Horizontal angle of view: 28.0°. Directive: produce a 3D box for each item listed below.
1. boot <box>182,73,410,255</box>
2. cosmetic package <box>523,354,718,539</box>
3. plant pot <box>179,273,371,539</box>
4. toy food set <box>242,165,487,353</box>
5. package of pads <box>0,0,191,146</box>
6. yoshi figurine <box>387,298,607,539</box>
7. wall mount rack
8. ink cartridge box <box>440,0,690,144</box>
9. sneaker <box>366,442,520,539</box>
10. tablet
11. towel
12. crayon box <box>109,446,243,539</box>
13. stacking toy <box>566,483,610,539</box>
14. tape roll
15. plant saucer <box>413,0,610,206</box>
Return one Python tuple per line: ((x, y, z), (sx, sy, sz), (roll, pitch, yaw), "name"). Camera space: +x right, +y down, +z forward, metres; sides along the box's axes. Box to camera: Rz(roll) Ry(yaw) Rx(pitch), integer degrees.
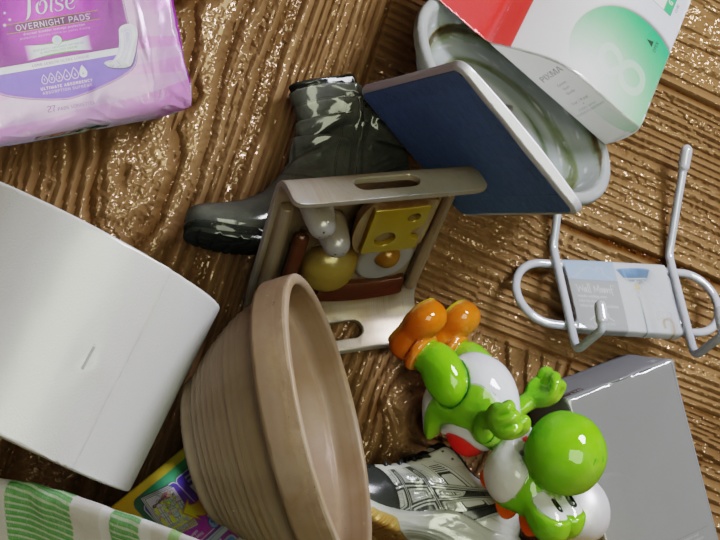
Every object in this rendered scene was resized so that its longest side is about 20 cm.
((-0.045, -0.081, 1.098), (0.199, 0.068, 0.132), (-3, 84, -26), "boot")
((0.216, 0.178, 1.176), (0.106, 0.090, 0.202), (-16, 92, -19), "cosmetic package")
((-0.061, 0.110, 0.966), (0.092, 0.201, 0.202), (-13, 95, 9), "plant pot")
((0.000, 0.000, 1.050), (0.142, 0.200, 0.061), (-6, 58, -20), "toy food set")
((-0.227, -0.153, 1.016), (0.199, 0.076, 0.122), (-14, 96, -20), "package of pads")
((0.115, 0.102, 1.074), (0.112, 0.112, 0.201), (-29, 68, -15), "yoshi figurine")
((0.222, -0.016, 1.187), (0.198, 0.075, 0.175), (4, 60, -21), "wall mount rack")
((0.163, -0.221, 1.150), (0.200, 0.050, 0.162), (39, 56, -18), "ink cartridge box")
((0.035, 0.172, 1.125), (0.199, 0.076, 0.088), (22, 64, -20), "sneaker")
((0.073, -0.089, 1.015), (0.014, 0.200, 0.130), (-44, 104, -13), "tablet")
((-0.159, 0.214, 0.895), (0.023, 0.199, 0.154), (-34, 133, -55), "towel")
((-0.113, 0.194, 0.999), (0.119, 0.058, 0.200), (46, 40, 6), "crayon box")
((0.158, 0.257, 1.105), (0.145, 0.146, 0.202), (3, 99, -20), "stacking toy")
((-0.212, 0.041, 0.956), (0.202, 0.202, 0.140), (30, 81, -18), "tape roll")
((0.107, -0.121, 1.118), (0.199, 0.050, 0.201), (29, 37, -25), "plant saucer")
